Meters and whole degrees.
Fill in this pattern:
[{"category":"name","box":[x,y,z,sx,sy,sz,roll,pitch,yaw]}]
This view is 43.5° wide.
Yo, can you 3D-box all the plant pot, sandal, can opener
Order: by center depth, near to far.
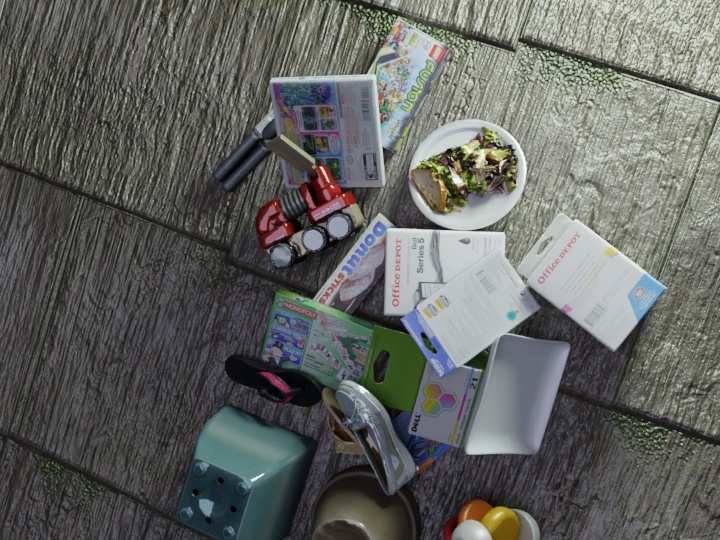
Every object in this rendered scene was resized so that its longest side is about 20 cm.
[{"category":"plant pot","box":[-0.008,0.452,1.541,0.198,0.173,0.202,0,91,14]},{"category":"plant pot","box":[-0.217,0.377,1.578,0.194,0.200,0.198,20,97,12]},{"category":"sandal","box":[-0.012,0.307,1.588,0.212,0.078,0.070,44,109,2]},{"category":"can opener","box":[-0.190,-0.224,1.618,0.200,0.066,0.053,-44,83,17]},{"category":"sandal","box":[-0.162,0.207,1.624,0.198,0.045,0.076,14,121,17]}]

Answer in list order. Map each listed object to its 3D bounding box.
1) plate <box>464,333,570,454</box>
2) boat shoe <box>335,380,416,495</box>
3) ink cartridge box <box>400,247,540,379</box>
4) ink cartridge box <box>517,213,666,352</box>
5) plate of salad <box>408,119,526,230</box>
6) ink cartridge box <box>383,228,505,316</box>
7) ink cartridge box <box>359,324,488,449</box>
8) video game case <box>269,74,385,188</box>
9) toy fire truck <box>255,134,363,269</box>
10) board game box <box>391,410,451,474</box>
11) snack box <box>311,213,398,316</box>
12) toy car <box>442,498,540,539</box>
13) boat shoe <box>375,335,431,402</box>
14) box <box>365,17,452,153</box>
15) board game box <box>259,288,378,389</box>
[{"category":"plate","box":[0.251,0.201,1.472,0.032,0.198,0.202,23,99,47]},{"category":"boat shoe","box":[0.017,0.278,1.517,0.203,0.065,0.074,59,145,-3]},{"category":"ink cartridge box","box":[0.172,0.069,1.434,0.199,0.042,0.120,-35,89,-10]},{"category":"ink cartridge box","box":[0.366,0.012,1.449,0.200,0.125,0.129,40,101,10]},{"category":"plate of salad","box":[0.176,-0.165,1.507,0.198,0.048,0.202,-4,71,12]},{"category":"ink cartridge box","box":[0.140,0.005,1.516,0.198,0.084,0.147,2,93,6]},{"category":"ink cartridge box","box":[0.099,0.193,1.502,0.198,0.076,0.149,15,109,3]},{"category":"video game case","box":[-0.054,-0.235,1.546,0.180,0.024,0.202,1,123,11]},{"category":"toy fire truck","box":[-0.113,-0.123,1.556,0.175,0.129,0.201,-25,91,15]},{"category":"board game box","box":[0.142,0.252,1.572,0.200,0.019,0.103,-42,81,12]},{"category":"snack box","box":[0.000,0.000,1.594,0.072,0.024,0.201,39,101,7]},{"category":"toy car","box":[0.196,0.483,1.512,0.149,0.174,0.202,11,97,48]},{"category":"boat shoe","box":[0.108,0.154,1.563,0.073,0.063,0.201,44,109,-6]},{"category":"box","box":[0.063,-0.318,1.560,0.109,0.035,0.201,31,99,11]},{"category":"board game box","box":[-0.072,0.129,1.603,0.198,0.029,0.136,21,109,13]}]
